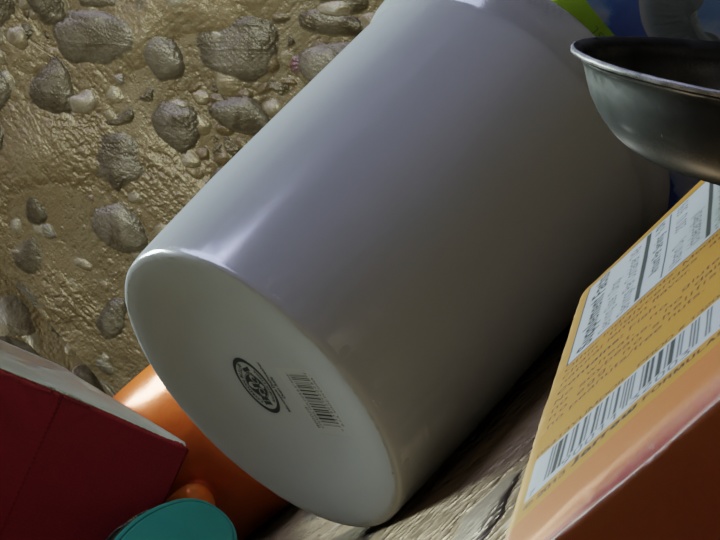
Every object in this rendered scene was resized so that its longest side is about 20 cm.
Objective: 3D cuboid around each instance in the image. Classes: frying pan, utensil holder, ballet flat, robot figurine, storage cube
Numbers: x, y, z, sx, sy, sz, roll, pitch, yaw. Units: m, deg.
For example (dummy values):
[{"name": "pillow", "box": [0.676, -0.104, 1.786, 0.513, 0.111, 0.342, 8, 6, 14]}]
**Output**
[{"name": "frying pan", "box": [0.131, -0.025, 0.396, 0.115, 0.189, 0.031, -11, -67, -54]}, {"name": "utensil holder", "box": [0.015, -0.010, 0.870, 0.200, 0.170, 0.170, -45, 4, -28]}, {"name": "ballet flat", "box": [-0.115, 0.177, 0.950, 0.076, 0.068, 0.200, -57, 0, 18]}, {"name": "robot figurine", "box": [-0.096, 0.107, 1.135, 0.116, 0.145, 0.200, 17, -47, -44]}, {"name": "storage cube", "box": [-0.232, 0.125, 1.048, 0.200, 0.170, 0.181, 23, 86, 56]}]

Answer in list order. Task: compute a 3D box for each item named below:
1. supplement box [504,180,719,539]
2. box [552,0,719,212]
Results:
[{"name": "supplement box", "box": [0.081, 0.031, 0.398, 0.069, 0.067, 0.200, -44, 2, 19]}, {"name": "box", "box": [0.152, -0.106, 0.884, 0.200, 0.122, 0.048, -40, 5, 40]}]
